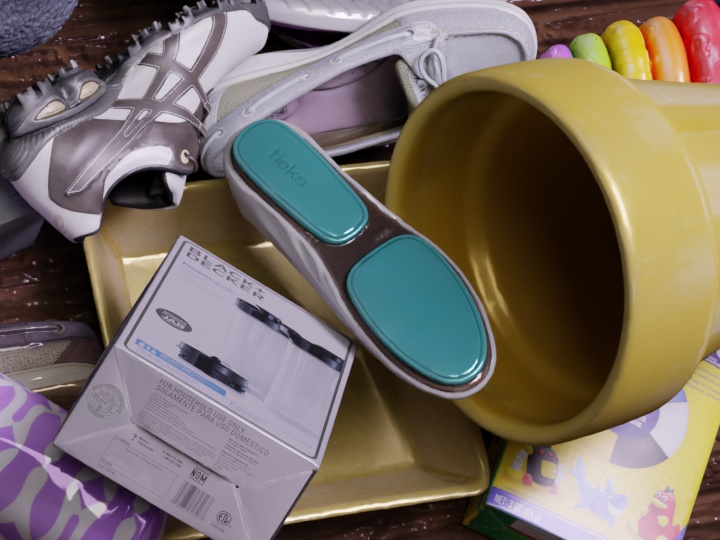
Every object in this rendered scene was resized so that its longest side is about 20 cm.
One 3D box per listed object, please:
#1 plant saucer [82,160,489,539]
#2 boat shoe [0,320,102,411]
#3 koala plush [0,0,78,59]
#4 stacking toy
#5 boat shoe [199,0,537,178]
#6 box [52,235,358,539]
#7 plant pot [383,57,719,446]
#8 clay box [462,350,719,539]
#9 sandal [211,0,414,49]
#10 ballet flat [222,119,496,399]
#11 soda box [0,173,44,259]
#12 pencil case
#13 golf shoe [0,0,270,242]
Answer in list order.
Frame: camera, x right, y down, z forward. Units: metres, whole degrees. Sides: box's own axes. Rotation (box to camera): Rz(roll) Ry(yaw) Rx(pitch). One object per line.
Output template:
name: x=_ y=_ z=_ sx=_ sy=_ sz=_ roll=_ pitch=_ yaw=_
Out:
plant saucer: x=-0.048 y=0.048 z=1.464 sx=0.200 sy=0.048 sz=0.200 roll=-7 pitch=71 yaw=-20
boat shoe: x=-0.230 y=0.064 z=1.393 sx=0.200 sy=0.072 sz=0.065 roll=-7 pitch=47 yaw=-7
koala plush: x=-0.236 y=-0.152 z=1.426 sx=0.200 sy=0.177 sz=0.184 roll=-13 pitch=85 yaw=-22
stacking toy: x=0.138 y=-0.102 z=1.563 sx=0.200 sy=0.116 sz=0.110 roll=-5 pitch=68 yaw=-7
boat shoe: x=0.004 y=-0.098 z=1.493 sx=0.202 sy=0.074 sz=0.065 roll=-13 pitch=38 yaw=-2
box: x=-0.072 y=0.059 z=1.322 sx=0.117 sy=0.200 sz=0.060 roll=31 pitch=106 yaw=-3
plant pot: x=0.145 y=-0.022 z=1.433 sx=0.189 sy=0.201 sz=0.201 roll=-13 pitch=73 yaw=-37
clay box: x=0.146 y=0.075 z=1.514 sx=0.115 sy=0.048 sz=0.200 roll=25 pitch=65 yaw=-7
sandal: x=0.003 y=-0.138 z=1.550 sx=0.203 sy=0.082 sz=0.050 roll=7 pitch=110 yaw=-16
ballet flat: x=0.000 y=0.000 z=1.422 sx=0.069 sy=0.069 sz=0.200 roll=-34 pitch=68 yaw=-26
soda box: x=-0.267 y=-0.012 z=1.407 sx=0.200 sy=0.068 sz=0.063 roll=-26 pitch=79 yaw=-25
pencil case: x=-0.177 y=0.083 z=1.307 sx=0.200 sy=0.084 sz=0.086 roll=30 pitch=67 yaw=1
golf shoe: x=-0.113 y=-0.080 z=1.437 sx=0.200 sy=0.078 sz=0.095 roll=-33 pitch=90 yaw=-36
